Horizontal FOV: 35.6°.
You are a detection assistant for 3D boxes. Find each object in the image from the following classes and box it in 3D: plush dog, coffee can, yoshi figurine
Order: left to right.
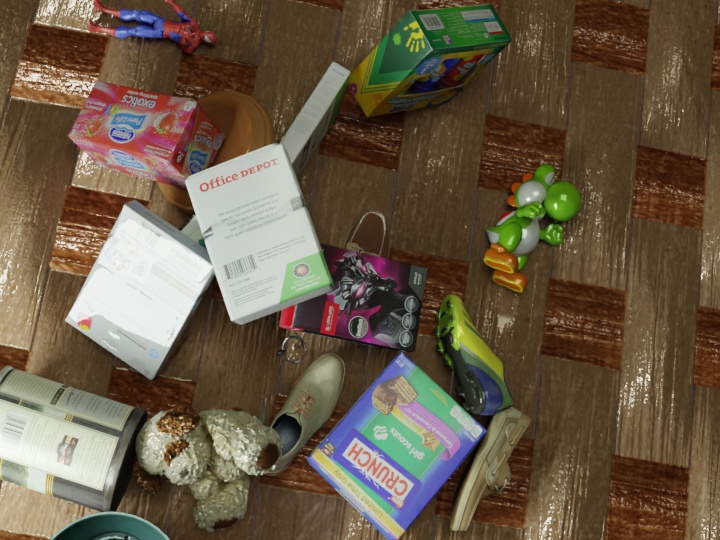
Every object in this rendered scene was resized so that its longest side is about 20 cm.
[{"bbox_3d":[-0.403,0.228,1.505,0.197,0.147,0.149,18,72,-1],"label":"coffee can"},{"bbox_3d":[-0.221,0.237,1.519,0.169,0.201,0.162,13,38,-29],"label":"plush dog"},{"bbox_3d":[0.273,-0.070,1.710,0.111,0.112,0.202,33,69,-13],"label":"yoshi figurine"}]

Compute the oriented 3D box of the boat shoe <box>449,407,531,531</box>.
[{"bbox_3d":[0.187,0.286,1.605,0.064,0.071,0.202,26,71,2],"label":"boat shoe"}]

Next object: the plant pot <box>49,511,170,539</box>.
[{"bbox_3d":[-0.325,0.409,1.460,0.196,0.134,0.204,1,86,-10],"label":"plant pot"}]

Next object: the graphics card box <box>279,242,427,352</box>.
[{"bbox_3d":[-0.008,0.038,1.593,0.197,0.051,0.128,14,81,-23],"label":"graphics card box"}]

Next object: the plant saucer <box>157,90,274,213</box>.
[{"bbox_3d":[-0.222,-0.182,1.660,0.197,0.037,0.204,-9,64,19],"label":"plant saucer"}]

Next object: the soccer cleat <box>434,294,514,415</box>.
[{"bbox_3d":[0.167,0.124,1.644,0.082,0.065,0.202,3,50,-26],"label":"soccer cleat"}]

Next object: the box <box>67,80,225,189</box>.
[{"bbox_3d":[-0.310,-0.196,1.627,0.197,0.096,0.101,16,73,28],"label":"box"}]

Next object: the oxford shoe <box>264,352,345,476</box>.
[{"bbox_3d":[-0.079,0.202,1.593,0.070,0.074,0.202,30,72,2],"label":"oxford shoe"}]

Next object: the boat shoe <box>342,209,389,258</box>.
[{"bbox_3d":[0.000,0.000,1.664,0.074,0.072,0.203,17,72,-2],"label":"boat shoe"}]

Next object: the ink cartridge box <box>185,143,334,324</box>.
[{"bbox_3d":[-0.133,-0.049,1.504,0.144,0.084,0.203,-19,83,0],"label":"ink cartridge box"}]

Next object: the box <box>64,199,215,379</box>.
[{"bbox_3d":[-0.306,0.029,1.576,0.155,0.041,0.202,33,108,4],"label":"box"}]

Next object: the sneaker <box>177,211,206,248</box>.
[{"bbox_3d":[-0.230,-0.026,1.611,0.093,0.070,0.200,43,108,-10],"label":"sneaker"}]

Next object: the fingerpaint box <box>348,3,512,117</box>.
[{"bbox_3d":[0.105,-0.315,1.682,0.198,0.167,0.074,-17,73,-46],"label":"fingerpaint box"}]

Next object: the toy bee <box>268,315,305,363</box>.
[{"bbox_3d":[-0.135,0.019,1.611,0.131,0.108,0.201,-45,59,17],"label":"toy bee"}]

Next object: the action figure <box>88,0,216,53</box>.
[{"bbox_3d":[-0.319,-0.387,1.727,0.196,0.099,0.066,11,73,-7],"label":"action figure"}]

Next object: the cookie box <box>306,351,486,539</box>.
[{"bbox_3d":[0.051,0.250,1.595,0.171,0.075,0.200,41,73,5],"label":"cookie box"}]

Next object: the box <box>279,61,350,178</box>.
[{"bbox_3d":[-0.085,-0.198,1.674,0.036,0.145,0.202,31,71,2],"label":"box"}]
